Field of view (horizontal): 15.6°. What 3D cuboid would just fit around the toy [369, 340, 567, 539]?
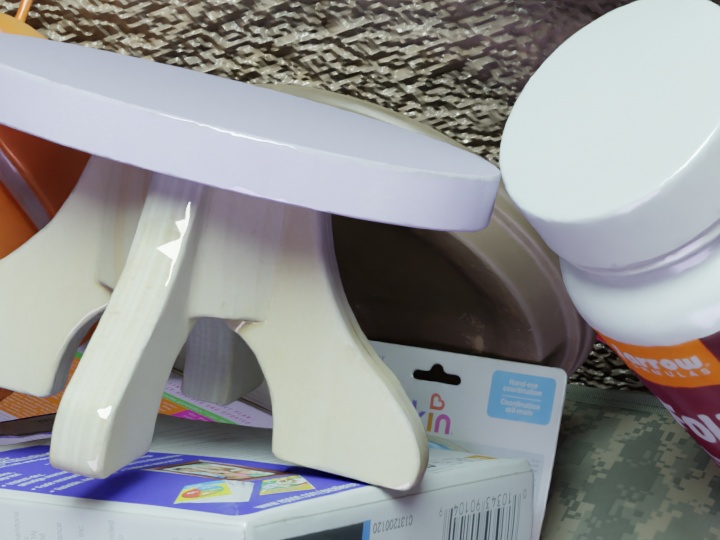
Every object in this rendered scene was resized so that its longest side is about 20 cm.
[{"bbox_3d":[0.007,0.129,1.042,0.115,0.201,0.047,8,177,29],"label":"toy"}]

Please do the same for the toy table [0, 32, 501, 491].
[{"bbox_3d":[-0.059,-0.003,0.904,0.199,0.118,0.184,17,-169,23],"label":"toy table"}]

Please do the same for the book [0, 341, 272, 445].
[{"bbox_3d":[-0.115,0.054,1.165,0.133,0.048,0.200,32,151,-27],"label":"book"}]

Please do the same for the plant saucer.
[{"bbox_3d":[0.000,0.000,1.071,0.199,0.030,0.200,20,150,12],"label":"plant saucer"}]

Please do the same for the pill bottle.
[{"bbox_3d":[0.141,0.002,0.929,0.114,0.115,0.200,-18,134,32],"label":"pill bottle"}]

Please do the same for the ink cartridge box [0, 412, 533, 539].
[{"bbox_3d":[-0.069,0.085,0.952,0.199,0.044,0.198,6,-174,31],"label":"ink cartridge box"}]

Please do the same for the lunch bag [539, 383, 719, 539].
[{"bbox_3d":[0.083,0.139,1.122,0.199,0.164,0.118,13,147,28],"label":"lunch bag"}]

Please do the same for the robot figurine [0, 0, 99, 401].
[{"bbox_3d":[-0.176,-0.022,0.996,0.200,0.144,0.117,-40,129,-10],"label":"robot figurine"}]

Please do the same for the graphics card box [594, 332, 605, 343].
[{"bbox_3d":[0.188,-0.016,1.030,0.125,0.051,0.200,26,141,-18],"label":"graphics card box"}]
